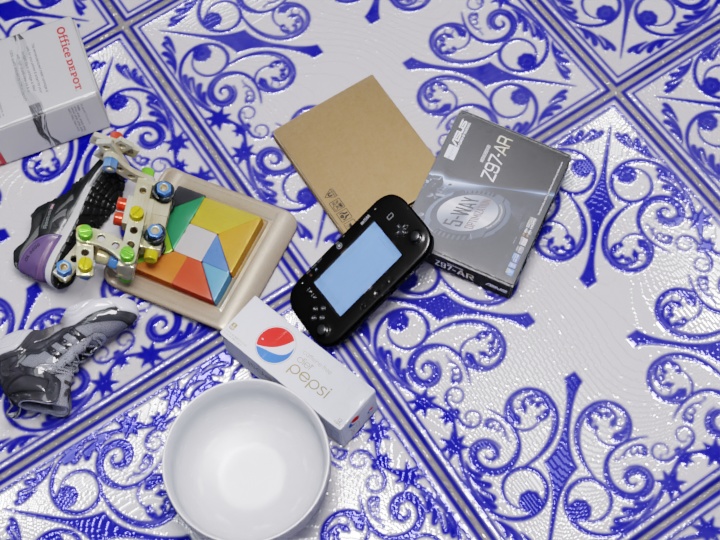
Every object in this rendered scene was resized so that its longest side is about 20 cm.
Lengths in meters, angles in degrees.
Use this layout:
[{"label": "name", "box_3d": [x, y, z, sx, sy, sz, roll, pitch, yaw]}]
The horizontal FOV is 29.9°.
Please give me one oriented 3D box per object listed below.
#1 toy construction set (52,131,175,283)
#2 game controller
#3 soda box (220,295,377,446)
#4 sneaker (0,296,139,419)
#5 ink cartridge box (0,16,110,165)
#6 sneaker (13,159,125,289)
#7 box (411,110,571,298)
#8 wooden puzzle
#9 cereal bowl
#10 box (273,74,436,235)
[{"label": "toy construction set", "box_3d": [-0.306, -0.072, 1.705, 0.130, 0.092, 0.202, 10, 78, -5]}, {"label": "game controller", "box_3d": [0.000, 0.000, 1.671, 0.200, 0.042, 0.104, -45, 68, 10]}, {"label": "soda box", "box_3d": [-0.075, 0.122, 1.641, 0.200, 0.064, 0.068, 37, 71, 19]}, {"label": "sneaker", "box_3d": [-0.357, 0.114, 1.664, 0.199, 0.076, 0.114, -22, 65, 0]}, {"label": "ink cartridge box", "box_3d": [-0.458, -0.241, 1.838, 0.199, 0.084, 0.145, -21, 63, -5]}, {"label": "sneaker", "box_3d": [-0.385, -0.079, 1.761, 0.087, 0.076, 0.201, 19, 67, 20]}, {"label": "box", "box_3d": [0.159, -0.087, 1.720, 0.159, 0.044, 0.201, 24, 72, 9]}, {"label": "wooden puzzle", "box_3d": [-0.207, -0.031, 1.741, 0.199, 0.037, 0.186, 22, 67, 14]}, {"label": "cereal bowl", "box_3d": [-0.129, 0.233, 1.579, 0.198, 0.083, 0.201, -2, 64, 4]}, {"label": "box", "box_3d": [0.001, -0.150, 1.790, 0.163, 0.021, 0.200, -30, 65, -10]}]
